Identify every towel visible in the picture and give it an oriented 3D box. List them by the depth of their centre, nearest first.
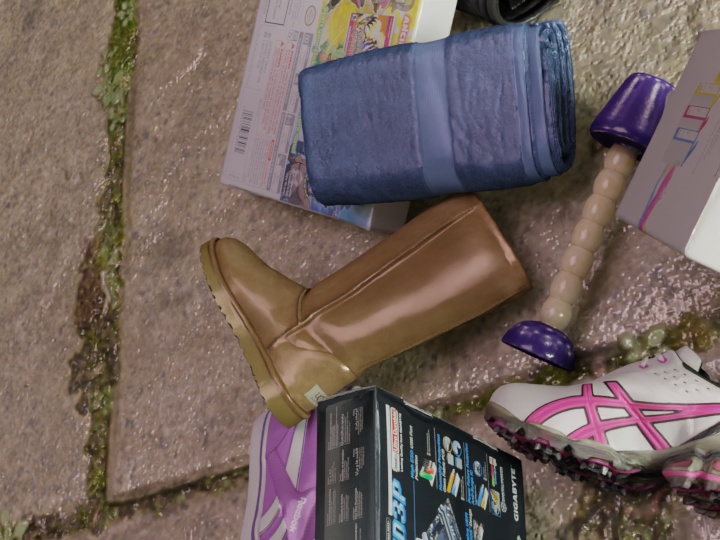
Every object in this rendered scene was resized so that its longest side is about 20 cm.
[{"bbox_3d":[0.053,-0.107,0.950,0.199,0.048,0.112,-5,86,29],"label":"towel"}]

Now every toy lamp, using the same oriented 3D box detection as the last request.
[{"bbox_3d":[0.156,-0.034,0.897,0.058,0.058,0.201,23,87,43],"label":"toy lamp"}]

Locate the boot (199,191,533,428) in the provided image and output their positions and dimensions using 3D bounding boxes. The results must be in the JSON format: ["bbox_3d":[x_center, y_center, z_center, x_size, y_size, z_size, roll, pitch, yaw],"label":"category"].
[{"bbox_3d":[0.000,0.000,0.975,0.200,0.066,0.175,-33,61,5],"label":"boot"}]

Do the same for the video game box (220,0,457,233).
[{"bbox_3d":[-0.020,-0.145,1.068,0.182,0.047,0.201,20,99,45],"label":"video game box"}]

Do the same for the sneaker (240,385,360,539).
[{"bbox_3d":[-0.021,0.172,0.934,0.114,0.073,0.201,-21,58,29],"label":"sneaker"}]

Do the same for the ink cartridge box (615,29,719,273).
[{"bbox_3d":[0.234,-0.051,0.738,0.200,0.128,0.126,-91,26,-82],"label":"ink cartridge box"}]

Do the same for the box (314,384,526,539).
[{"bbox_3d":[0.039,0.184,0.770,0.046,0.159,0.201,-20,57,33],"label":"box"}]

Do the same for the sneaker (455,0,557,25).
[{"bbox_3d":[0.139,-0.267,1.013,0.200,0.071,0.099,-55,48,13],"label":"sneaker"}]

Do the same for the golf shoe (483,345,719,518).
[{"bbox_3d":[0.172,0.090,0.818,0.199,0.073,0.092,9,70,31],"label":"golf shoe"}]
